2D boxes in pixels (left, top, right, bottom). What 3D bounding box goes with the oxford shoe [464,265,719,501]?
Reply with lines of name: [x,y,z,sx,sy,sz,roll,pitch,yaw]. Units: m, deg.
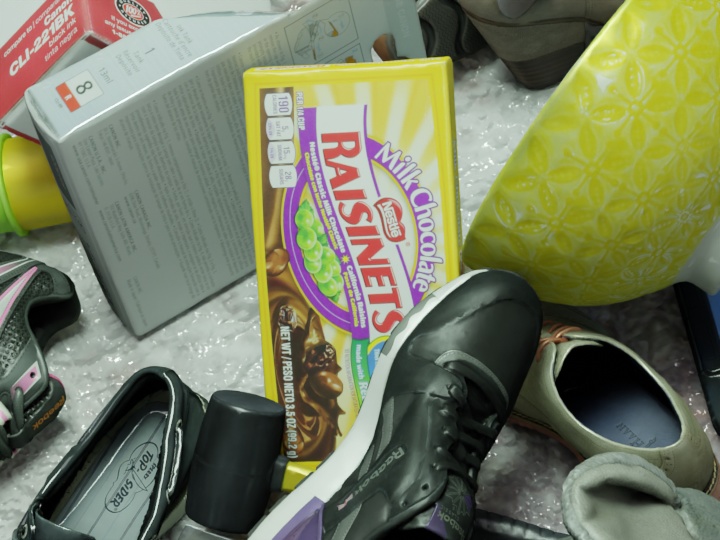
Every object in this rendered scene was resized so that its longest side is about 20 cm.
oxford shoe: [0.098,0.042,1.145,0.071,0.074,0.200,-42,55,-17]

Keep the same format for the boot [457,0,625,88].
boot: [0.139,-0.184,1.262,0.199,0.147,0.070,-32,51,-13]

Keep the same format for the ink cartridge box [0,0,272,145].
ink cartridge box: [-0.125,-0.149,1.284,0.084,0.144,0.201,-41,44,30]

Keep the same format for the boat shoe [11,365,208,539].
boat shoe: [-0.134,0.129,1.134,0.074,0.066,0.200,24,62,26]

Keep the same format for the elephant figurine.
elephant figurine: [0.120,0.148,1.039,0.141,0.155,0.201,-11,38,39]

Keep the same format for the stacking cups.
stacking cups: [-0.244,-0.034,1.288,0.198,0.061,0.061,-12,52,5]

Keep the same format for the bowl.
bowl: [0.149,-0.052,1.122,0.107,0.200,0.200,37,66,9]

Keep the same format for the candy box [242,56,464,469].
candy box: [0.000,0.000,1.147,0.101,0.026,0.202,-3,98,8]

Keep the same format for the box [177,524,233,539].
box: [-0.057,0.222,1.068,0.142,0.036,0.201,15,59,22]

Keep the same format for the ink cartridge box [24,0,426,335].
ink cartridge box: [-0.060,-0.075,1.211,0.199,0.163,0.050,-32,53,-13]

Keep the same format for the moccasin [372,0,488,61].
moccasin: [0.067,-0.189,1.329,0.077,0.074,0.202,20,62,35]

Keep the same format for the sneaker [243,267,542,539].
sneaker: [0.033,0.093,1.055,0.201,0.076,0.087,-55,32,-10]

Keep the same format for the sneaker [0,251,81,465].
sneaker: [-0.194,0.068,1.190,0.086,0.081,0.201,10,61,6]

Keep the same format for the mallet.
mallet: [0.015,0.101,1.125,0.198,0.041,0.066,7,98,11]

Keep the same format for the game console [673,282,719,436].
game console: [0.226,-0.041,1.145,0.169,0.119,0.201,-16,51,7]
